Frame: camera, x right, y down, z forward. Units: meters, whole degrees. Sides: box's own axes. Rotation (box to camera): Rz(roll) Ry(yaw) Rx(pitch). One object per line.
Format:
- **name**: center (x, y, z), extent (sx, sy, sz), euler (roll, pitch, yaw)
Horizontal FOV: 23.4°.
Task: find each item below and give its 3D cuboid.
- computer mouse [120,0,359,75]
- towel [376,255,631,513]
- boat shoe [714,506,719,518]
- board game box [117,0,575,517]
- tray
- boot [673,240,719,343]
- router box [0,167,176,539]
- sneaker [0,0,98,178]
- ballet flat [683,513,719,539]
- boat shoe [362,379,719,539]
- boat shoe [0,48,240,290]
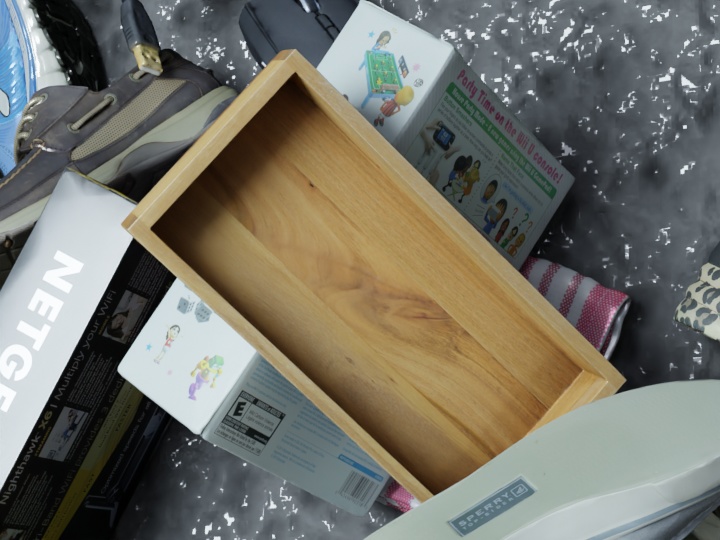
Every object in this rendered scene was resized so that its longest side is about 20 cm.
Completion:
- **computer mouse**: center (-0.048, -0.119, 0.923), extent (0.140, 0.046, 0.201), euler (-14, 63, -16)
- **towel**: center (0.024, 0.043, 0.884), extent (0.199, 0.030, 0.147), euler (23, 85, 30)
- **boat shoe**: center (0.240, 0.082, 0.740), extent (0.199, 0.069, 0.074), euler (-7, 73, 27)
- **board game box**: center (0.000, 0.000, 0.812), extent (0.064, 0.147, 0.200), euler (32, 87, 35)
- **tray**: center (0.007, 0.014, 0.727), extent (0.099, 0.200, 0.037), euler (-47, 15, -5)
- **boot**: center (0.249, -0.005, 0.765), extent (0.203, 0.073, 0.154), euler (29, 91, 35)
- **router box**: center (-0.145, 0.062, 0.886), extent (0.052, 0.157, 0.201), euler (26, 86, 18)
- **sneaker**: center (-0.201, -0.102, 1.014), extent (0.089, 0.079, 0.201), euler (-25, 65, 15)
- **ballet flat**: center (0.106, 0.112, 0.775), extent (0.200, 0.069, 0.070), euler (30, 89, 17)
- **boat shoe**: center (0.082, 0.113, 0.710), extent (0.200, 0.072, 0.070), euler (-26, 29, -10)
- **boat shoe**: center (-0.149, -0.056, 0.919), extent (0.073, 0.200, 0.075), euler (45, 139, 13)
